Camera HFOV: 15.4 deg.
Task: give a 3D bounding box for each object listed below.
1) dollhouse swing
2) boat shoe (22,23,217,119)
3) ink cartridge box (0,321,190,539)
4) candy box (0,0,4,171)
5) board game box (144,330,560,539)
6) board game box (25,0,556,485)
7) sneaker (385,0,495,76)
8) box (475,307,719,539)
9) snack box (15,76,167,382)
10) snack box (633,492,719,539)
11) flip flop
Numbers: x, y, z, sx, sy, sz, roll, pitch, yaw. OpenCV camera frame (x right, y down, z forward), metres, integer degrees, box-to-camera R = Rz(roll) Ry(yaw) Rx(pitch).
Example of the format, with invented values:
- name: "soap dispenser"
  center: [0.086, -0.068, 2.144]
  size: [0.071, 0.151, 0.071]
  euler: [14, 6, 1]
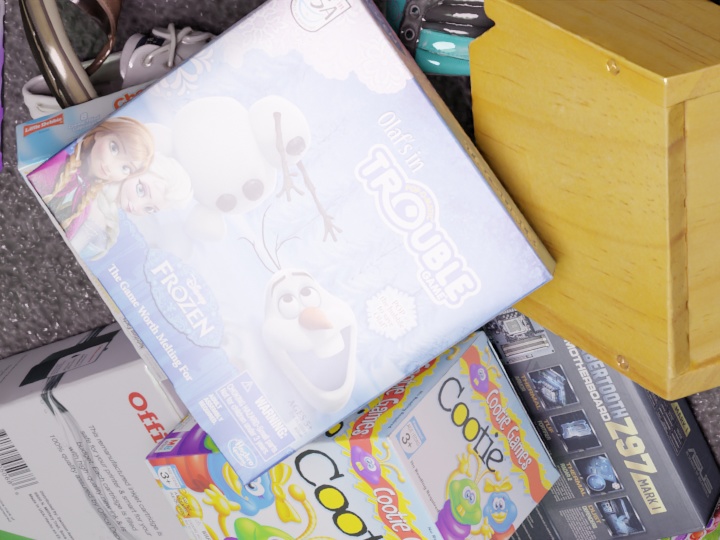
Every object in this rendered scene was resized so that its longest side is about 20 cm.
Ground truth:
- name: "dollhouse swing"
  center: [0.183, -0.069, 1.376]
  size: [0.182, 0.176, 0.200]
  euler: [32, 142, 40]
- name: "boat shoe"
  center: [-0.109, -0.107, 1.506]
  size: [0.200, 0.072, 0.066]
  euler: [-10, 122, 39]
- name: "ink cartridge box"
  center: [-0.154, 0.115, 1.667]
  size: [0.200, 0.083, 0.147]
  euler: [-17, 113, 34]
- name: "candy box"
  center: [-0.270, -0.106, 1.514]
  size: [0.071, 0.168, 0.200]
  euler: [17, 128, 13]
- name: "board game box"
  center: [-0.007, 0.113, 1.521]
  size: [0.200, 0.103, 0.105]
  euler: [-10, 116, 44]
- name: "board game box"
  center: [-0.036, -0.025, 1.376]
  size: [0.199, 0.043, 0.200]
  euler: [-35, 94, 10]
- name: "sneaker"
  center: [0.023, -0.166, 1.396]
  size: [0.200, 0.084, 0.121]
  euler: [27, 120, 4]
- name: "box"
  center: [0.100, 0.073, 1.540]
  size: [0.157, 0.051, 0.200]
  euler: [-15, 114, 33]
- name: "snack box"
  center: [-0.099, -0.023, 1.483]
  size: [0.116, 0.037, 0.200]
  euler: [-17, 138, 9]
- name: "snack box"
  center: [0.127, 0.217, 1.551]
  size: [0.200, 0.169, 0.068]
  euler: [-16, 116, 33]
- name: "flip flop"
  center: [-0.163, -0.166, 1.465]
  size: [0.057, 0.081, 0.200]
  euler: [-15, 86, -9]
